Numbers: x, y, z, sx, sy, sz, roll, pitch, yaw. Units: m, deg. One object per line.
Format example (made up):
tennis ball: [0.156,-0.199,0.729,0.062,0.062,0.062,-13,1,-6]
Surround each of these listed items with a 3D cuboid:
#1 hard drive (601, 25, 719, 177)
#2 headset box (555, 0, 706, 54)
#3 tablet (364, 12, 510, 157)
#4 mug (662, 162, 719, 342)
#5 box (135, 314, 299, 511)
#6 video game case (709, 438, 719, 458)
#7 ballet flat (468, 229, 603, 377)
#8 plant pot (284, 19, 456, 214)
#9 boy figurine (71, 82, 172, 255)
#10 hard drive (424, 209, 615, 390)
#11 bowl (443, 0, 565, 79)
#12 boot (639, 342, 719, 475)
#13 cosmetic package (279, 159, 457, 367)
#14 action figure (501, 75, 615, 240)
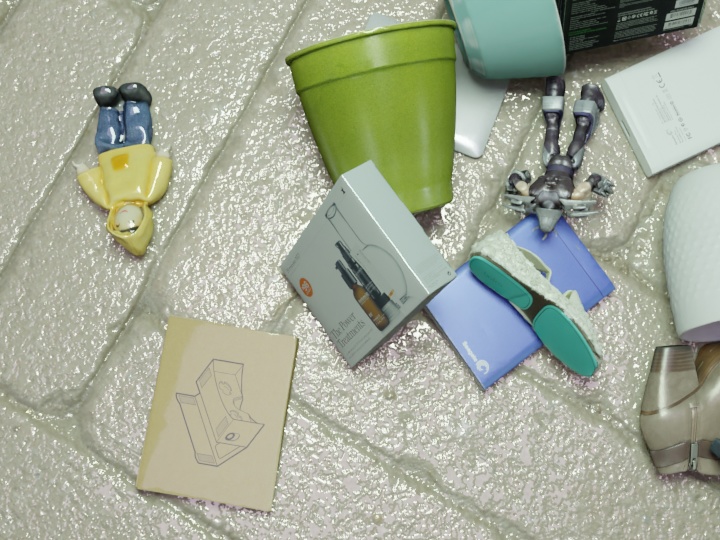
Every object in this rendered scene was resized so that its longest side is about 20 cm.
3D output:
hard drive: [0.417,-0.217,0.984,0.197,0.027,0.134,-24,81,-2]
headset box: [0.292,-0.369,0.944,0.170,0.094,0.203,-11,52,0]
tablet: [0.082,-0.235,0.999,0.196,0.014,0.132,22,82,5]
mug: [0.422,-0.031,0.868,0.144,0.200,0.179,-1,73,-14]
box: [-0.165,0.166,0.933,0.160,0.021,0.205,9,80,2]
video game case: [0.472,0.245,0.806,0.140,0.200,0.019,17,105,-22]
ballet flat: [0.211,0.029,0.904,0.072,0.072,0.200,-45,84,-6]
plant pot: [0.028,-0.161,0.904,0.196,0.200,0.197,-11,98,-1]
boy figurine: [-0.289,-0.119,0.961,0.121,0.065,0.205,-4,78,-3]
hard drive: [0.186,0.028,0.948,0.198,0.025,0.133,-36,82,-5]
bowl: [0.157,-0.307,0.925,0.103,0.201,0.205,-20,81,9]
boot: [0.416,0.158,0.909,0.195,0.070,0.150,-4,87,1]
cosmetic package: [0.000,0.000,0.871,0.051,0.200,0.152,-28,77,-36]
action figure: [0.240,-0.128,0.942,0.127,0.070,0.204,11,71,18]
